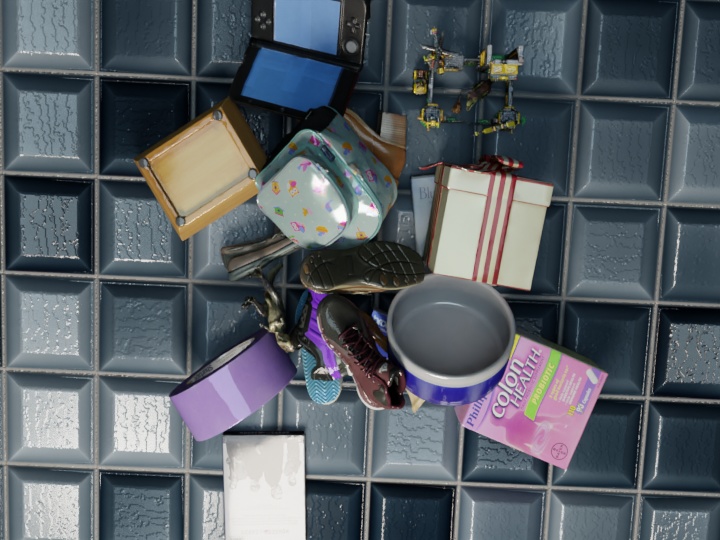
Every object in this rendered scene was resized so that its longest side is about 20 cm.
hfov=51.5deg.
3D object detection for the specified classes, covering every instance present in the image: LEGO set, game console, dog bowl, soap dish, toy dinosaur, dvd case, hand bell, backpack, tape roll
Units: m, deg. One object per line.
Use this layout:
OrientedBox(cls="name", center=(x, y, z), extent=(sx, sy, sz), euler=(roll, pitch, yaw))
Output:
OrientedBox(cls="LEGO set", center=(0.181, -0.294, 1.196), extent=(0.195, 0.116, 0.158), euler=(10, 97, -1))
OrientedBox(cls="game console", center=(-0.100, -0.346, 1.165), extent=(0.195, 0.120, 0.175), euler=(16, 131, 10))
OrientedBox(cls="dog bowl", center=(0.137, 0.103, 1.156), extent=(0.194, 0.203, 0.080), euler=(0, 140, 0))
OrientedBox(cls="soap dish", center=(-0.258, -0.167, 1.229), extent=(0.197, 0.081, 0.160), euler=(-31, 96, 5))
OrientedBox(cls="toy dinosaur", center=(-0.148, 0.046, 1.194), extent=(0.047, 0.203, 0.088), euler=(-31, 135, 19))
OrientedBox(cls="dvd case", center=(-0.169, 0.387, 1.323), extent=(0.146, 0.025, 0.206), euler=(0, 97, 0))
OrientedBox(cls="hand bell", center=(0.047, 0.126, 1.228), extent=(0.199, 0.104, 0.105), euler=(41, 95, 8))
OrientedBox(cls="dvd case", center=(0.162, -0.066, 1.273), extent=(0.139, 0.018, 0.206), euler=(-5, 96, 1))
OrientedBox(cls="backpack", center=(-0.049, -0.121, 1.148), extent=(0.199, 0.155, 0.175), euler=(39, 132, -17))
OrientedBox(cls="tape roll", center=(-0.205, 0.181, 1.210), extent=(0.198, 0.200, 0.086), euler=(-32, 97, 4))

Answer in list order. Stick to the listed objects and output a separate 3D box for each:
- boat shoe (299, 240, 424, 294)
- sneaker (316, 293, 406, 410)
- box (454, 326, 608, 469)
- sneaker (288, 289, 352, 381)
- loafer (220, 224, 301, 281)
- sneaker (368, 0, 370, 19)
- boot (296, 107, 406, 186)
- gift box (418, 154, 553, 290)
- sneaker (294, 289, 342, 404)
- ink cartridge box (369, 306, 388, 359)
OrientedBox(cls="boat shoe", center=(0.000, 0.000, 1.158), extent=(0.195, 0.074, 0.078), euler=(0, 75, -12))
OrientedBox(cls="sneaker", center=(0.015, 0.123, 1.115), extent=(0.075, 0.115, 0.203), euler=(-36, 105, -21))
OrientedBox(cls="box", center=(0.286, 0.205, 1.266), extent=(0.196, 0.097, 0.179), euler=(23, 96, -2))
OrientedBox(cls="sneaker", center=(-0.074, 0.081, 1.203), extent=(0.097, 0.070, 0.205), euler=(-16, 76, -2))
OrientedBox(cls="loafer", center=(-0.144, -0.050, 1.250), extent=(0.197, 0.072, 0.064), euler=(-27, 89, 3))
OrientedBox(cls="sneaker", center=(-0.003, -0.452, 1.201), extent=(0.087, 0.074, 0.201), euler=(41, 100, -4))
OrientedBox(cls="boot", center=(-0.022, -0.191, 1.239), extent=(0.195, 0.077, 0.159), euler=(7, 101, -8))
OrientedBox(cls="gift box", center=(0.182, -0.088, 1.170), extent=(0.195, 0.185, 0.192), euler=(10, 99, -8))
OrientedBox(cls="sneaker", center=(-0.070, 0.125, 1.270), extent=(0.074, 0.081, 0.206), euler=(-3, 78, 1))
OrientedBox(cls="ink cartridge box", center=(0.093, 0.146, 1.285), extent=(0.196, 0.044, 0.096), euler=(24, 95, -2))
